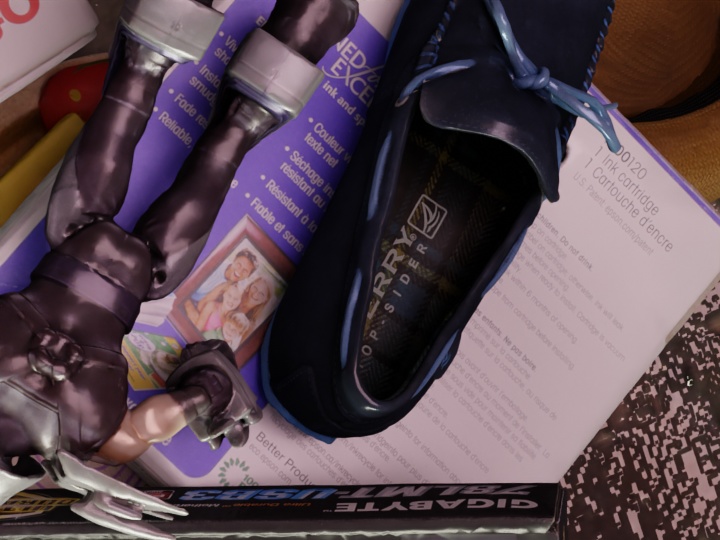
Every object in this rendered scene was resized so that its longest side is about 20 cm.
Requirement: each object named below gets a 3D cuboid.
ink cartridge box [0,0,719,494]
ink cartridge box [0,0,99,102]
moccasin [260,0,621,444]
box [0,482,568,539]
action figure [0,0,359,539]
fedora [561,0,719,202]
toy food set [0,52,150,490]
[{"bbox_3d":[0.000,0.000,0.816,0.198,0.043,0.200,45,75,-15],"label":"ink cartridge box"},{"bbox_3d":[-0.197,-0.116,0.764,0.144,0.085,0.200,-36,100,-24],"label":"ink cartridge box"},{"bbox_3d":[0.040,-0.034,0.774,0.080,0.068,0.200,25,79,-20],"label":"moccasin"},{"bbox_3d":[-0.033,0.166,0.766,0.198,0.050,0.200,-1,101,6],"label":"box"},{"bbox_3d":[-0.073,-0.007,0.730,0.130,0.069,0.200,32,80,-19],"label":"action figure"},{"bbox_3d":[0.082,-0.109,0.903,0.200,0.082,0.201,2,85,-26],"label":"fedora"},{"bbox_3d":[-0.067,0.025,0.838,0.198,0.049,0.200,-47,106,-22],"label":"toy food set"}]
